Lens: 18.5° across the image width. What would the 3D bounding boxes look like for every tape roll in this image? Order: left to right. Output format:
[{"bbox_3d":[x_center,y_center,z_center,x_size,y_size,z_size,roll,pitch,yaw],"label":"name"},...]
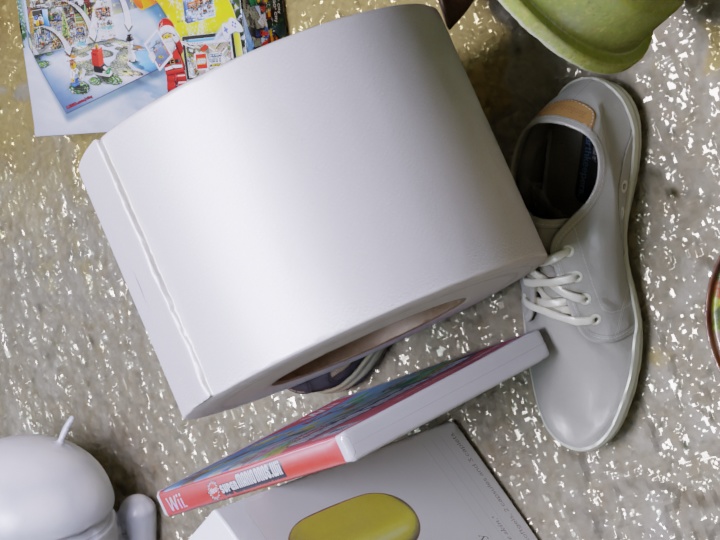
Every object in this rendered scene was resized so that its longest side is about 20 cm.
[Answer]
[{"bbox_3d":[-0.023,-0.027,1.108,0.202,0.202,0.140,-29,83,41],"label":"tape roll"}]

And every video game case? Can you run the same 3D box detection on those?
[{"bbox_3d":[-0.007,0.084,1.194,0.200,0.143,0.018,-24,91,55],"label":"video game case"}]

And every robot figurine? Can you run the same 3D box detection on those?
[{"bbox_3d":[-0.210,0.191,1.419,0.113,0.169,0.201,29,126,59],"label":"robot figurine"}]

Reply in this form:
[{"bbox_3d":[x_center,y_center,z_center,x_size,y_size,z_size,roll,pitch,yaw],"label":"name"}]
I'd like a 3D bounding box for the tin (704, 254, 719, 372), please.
[{"bbox_3d":[0.254,0.045,1.051,0.200,0.042,0.112,34,116,31],"label":"tin"}]

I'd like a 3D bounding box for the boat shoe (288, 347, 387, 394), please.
[{"bbox_3d":[0.000,0.000,1.242,0.075,0.073,0.200,45,126,24],"label":"boat shoe"}]

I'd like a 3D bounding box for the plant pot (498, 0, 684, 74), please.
[{"bbox_3d":[0.145,-0.219,1.005,0.184,0.200,0.201,-28,80,30],"label":"plant pot"}]

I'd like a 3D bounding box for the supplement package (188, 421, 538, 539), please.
[{"bbox_3d":[-0.007,0.204,1.208,0.152,0.199,0.151,54,129,18],"label":"supplement package"}]

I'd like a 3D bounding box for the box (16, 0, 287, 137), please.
[{"bbox_3d":[-0.130,-0.155,1.347,0.199,0.038,0.137,0,100,42],"label":"box"}]

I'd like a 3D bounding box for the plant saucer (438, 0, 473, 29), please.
[{"bbox_3d":[0.032,-0.223,1.119,0.036,0.200,0.201,-17,88,2],"label":"plant saucer"}]

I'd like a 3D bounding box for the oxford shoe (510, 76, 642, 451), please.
[{"bbox_3d":[0.108,0.000,1.158,0.075,0.058,0.201,12,110,35],"label":"oxford shoe"}]
